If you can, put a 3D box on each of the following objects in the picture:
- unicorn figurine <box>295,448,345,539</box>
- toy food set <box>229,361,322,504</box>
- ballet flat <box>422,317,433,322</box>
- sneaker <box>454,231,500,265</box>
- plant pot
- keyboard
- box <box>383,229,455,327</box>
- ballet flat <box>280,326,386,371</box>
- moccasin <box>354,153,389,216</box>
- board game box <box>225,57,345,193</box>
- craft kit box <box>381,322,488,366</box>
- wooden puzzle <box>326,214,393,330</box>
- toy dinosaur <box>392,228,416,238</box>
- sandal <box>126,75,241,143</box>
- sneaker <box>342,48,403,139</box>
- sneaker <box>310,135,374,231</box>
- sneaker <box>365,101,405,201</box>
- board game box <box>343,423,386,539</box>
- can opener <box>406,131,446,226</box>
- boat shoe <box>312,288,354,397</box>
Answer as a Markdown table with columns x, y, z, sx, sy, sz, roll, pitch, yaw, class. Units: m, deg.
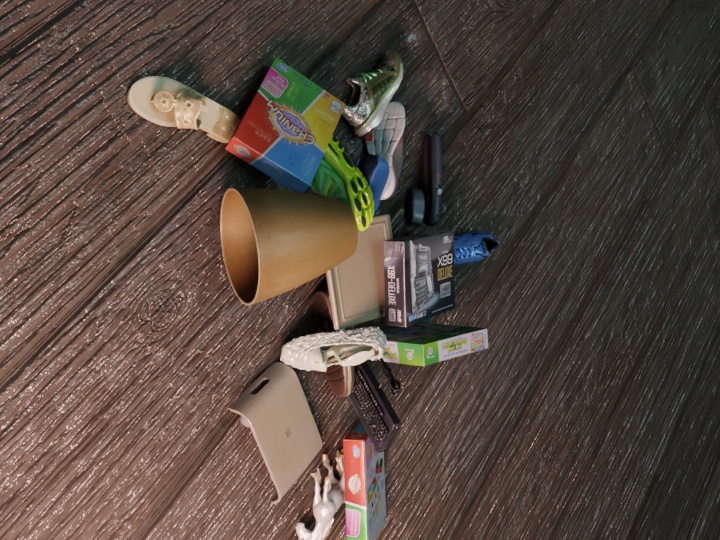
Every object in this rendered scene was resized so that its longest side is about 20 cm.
| x | y | z | sx | sy | sz | roll | pitch | yaw | class |
| --- | --- | --- | --- | --- | --- | --- | --- | --- | --- |
| -0.065 | 0.422 | 1.526 | 0.199 | 0.073 | 0.140 | -25 | 118 | -47 | unicorn figurine |
| -0.149 | 0.286 | 1.466 | 0.143 | 0.060 | 0.203 | -43 | 121 | -48 | toy food set |
| 0.093 | 0.022 | 1.692 | 0.070 | 0.069 | 0.201 | -53 | 126 | -29 | ballet flat |
| 0.227 | -0.046 | 1.804 | 0.198 | 0.078 | 0.067 | -16 | 103 | -41 | sneaker |
| -0.110 | -0.054 | 1.365 | 0.197 | 0.186 | 0.190 | -11 | 98 | -25 | plant pot |
| 0.025 | 0.223 | 1.511 | 0.020 | 0.201 | 0.128 | 16 | 114 | -32 | keyboard |
| 0.116 | 0.011 | 1.600 | 0.199 | 0.049 | 0.161 | -13 | 104 | -55 | box |
| -0.048 | 0.144 | 1.469 | 0.196 | 0.072 | 0.073 | -12 | 102 | 0 | ballet flat |
| -0.008 | -0.124 | 1.574 | 0.080 | 0.068 | 0.202 | 18 | 101 | -55 | moccasin |
| -0.124 | -0.248 | 1.419 | 0.152 | 0.040 | 0.202 | 30 | 55 | -15 | board game box |
| 0.113 | 0.141 | 1.612 | 0.196 | 0.198 | 0.050 | -12 | 99 | -44 | craft kit box |
| 0.000 | 0.000 | 1.539 | 0.198 | 0.037 | 0.189 | -14 | 98 | -47 | wooden puzzle |
| 0.105 | -0.045 | 1.679 | 0.047 | 0.089 | 0.199 | -42 | 152 | 15 | toy dinosaur |
| -0.264 | -0.261 | 1.328 | 0.210 | 0.069 | 0.079 | 16 | 79 | -43 | sandal |
| 0.019 | -0.359 | 1.605 | 0.088 | 0.076 | 0.203 | 34 | 65 | -29 | sneaker |
| -0.042 | -0.158 | 1.510 | 0.074 | 0.083 | 0.202 | -23 | 81 | -53 | sneaker |
| 0.052 | -0.233 | 1.651 | 0.082 | 0.076 | 0.204 | 29 | 71 | -70 | sneaker |
| 0.010 | 0.402 | 1.566 | 0.153 | 0.040 | 0.204 | -11 | 99 | -75 | board game box |
| 0.148 | -0.191 | 1.733 | 0.078 | 0.063 | 0.204 | 14 | 81 | -42 | can opener |
| -0.030 | 0.131 | 1.555 | 0.074 | 0.074 | 0.206 | -15 | 100 | -39 | boat shoe |
